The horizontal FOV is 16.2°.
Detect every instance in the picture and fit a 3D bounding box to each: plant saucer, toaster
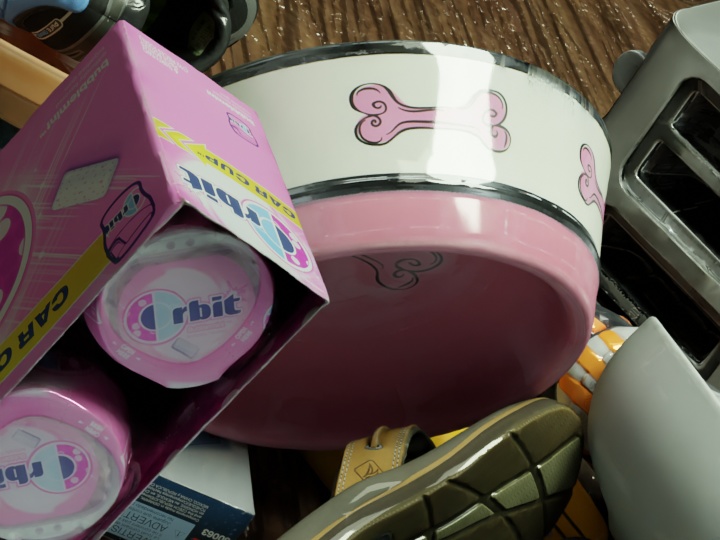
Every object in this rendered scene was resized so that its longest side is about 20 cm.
[{"bbox_3d":[-0.115,-0.070,1.097,0.200,0.032,0.200,28,5,-3],"label":"plant saucer"},{"bbox_3d":[0.187,-0.009,1.265,0.200,0.181,0.118,47,32,22],"label":"toaster"}]

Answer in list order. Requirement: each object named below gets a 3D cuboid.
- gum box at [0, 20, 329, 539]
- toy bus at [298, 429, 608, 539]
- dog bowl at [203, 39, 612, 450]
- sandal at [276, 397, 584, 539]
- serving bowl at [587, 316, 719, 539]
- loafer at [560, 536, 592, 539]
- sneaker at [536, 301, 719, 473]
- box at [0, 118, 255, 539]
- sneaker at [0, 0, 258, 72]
[{"bbox_3d":[-0.110,0.031,0.828,0.066,0.200,0.114,33,20,-32],"label":"gum box"},{"bbox_3d":[0.017,0.063,1.070,0.078,0.065,0.200,-6,50,-51],"label":"toy bus"},{"bbox_3d":[0.000,0.000,0.939,0.200,0.200,0.074,16,55,-35],"label":"dog bowl"},{"bbox_3d":[0.004,0.096,0.944,0.200,0.082,0.055,-28,50,-27],"label":"sandal"},{"bbox_3d":[0.149,0.117,0.996,0.200,0.066,0.200,53,5,-6],"label":"serving bowl"},{"bbox_3d":[0.109,0.198,0.957,0.071,0.073,0.201,24,42,-58],"label":"loafer"},{"bbox_3d":[0.110,0.048,1.146,0.112,0.078,0.200,44,-5,36],"label":"sneaker"},{"bbox_3d":[-0.115,0.020,1.009,0.136,0.038,0.200,25,29,-23],"label":"box"},{"bbox_3d":[-0.090,-0.110,1.108,0.083,0.071,0.200,34,11,13],"label":"sneaker"}]
